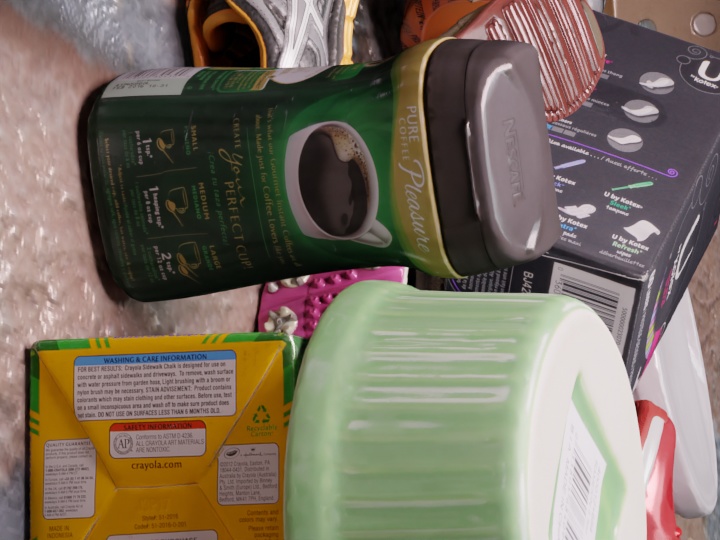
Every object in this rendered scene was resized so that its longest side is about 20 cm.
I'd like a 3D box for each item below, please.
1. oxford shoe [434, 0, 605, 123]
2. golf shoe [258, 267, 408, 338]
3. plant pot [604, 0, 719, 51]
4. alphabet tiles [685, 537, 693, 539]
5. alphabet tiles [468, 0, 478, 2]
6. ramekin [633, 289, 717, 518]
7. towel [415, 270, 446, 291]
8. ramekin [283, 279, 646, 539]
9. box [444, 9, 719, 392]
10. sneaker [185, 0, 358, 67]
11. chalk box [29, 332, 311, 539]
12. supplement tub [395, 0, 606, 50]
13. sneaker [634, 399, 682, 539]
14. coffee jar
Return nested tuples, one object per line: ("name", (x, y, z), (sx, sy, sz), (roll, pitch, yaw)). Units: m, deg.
("oxford shoe", (0.050, -0.094, 1.387), (0.200, 0.075, 0.071), (-27, 99, -47))
("golf shoe", (0.000, 0.000, 1.414), (0.092, 0.075, 0.200), (63, 32, -51))
("plant pot", (0.231, -0.175, 1.899), (0.177, 0.199, 0.200), (-4, 90, -81))
("alphabet tiles", (0.114, 0.232, 1.542), (0.200, 0.006, 0.167), (-41, 158, -13))
("alphabet tiles", (0.048, -0.212, 1.470), (0.167, 0.008, 0.200), (45, 30, 13))
("ramekin", (0.159, 0.064, 1.744), (0.202, 0.094, 0.203), (-11, 90, -76))
("towel", (0.056, -0.027, 1.537), (0.133, 0.034, 0.200), (-72, 171, -46))
("ramekin", (0.051, 0.102, 1.148), (0.200, 0.097, 0.201), (-3, 90, -68))
("box", (0.127, -0.028, 1.478), (0.200, 0.106, 0.122), (-58, 162, -45))
("sneaker", (-0.046, -0.133, 1.324), (0.077, 0.078, 0.201), (17, 59, -40))
("chalk box", (-0.045, 0.097, 1.208), (0.200, 0.124, 0.124), (17, 70, -68))
("supplement tub", (0.090, -0.192, 1.607), (0.200, 0.122, 0.123), (-73, 150, -42))
("sneaker", (0.153, 0.177, 1.452), (0.115, 0.078, 0.200), (24, 77, -19))
("coffee jar", (-0.013, -0.044, 1.208), (0.085, 0.199, 0.105), (-33, 117, -66))
